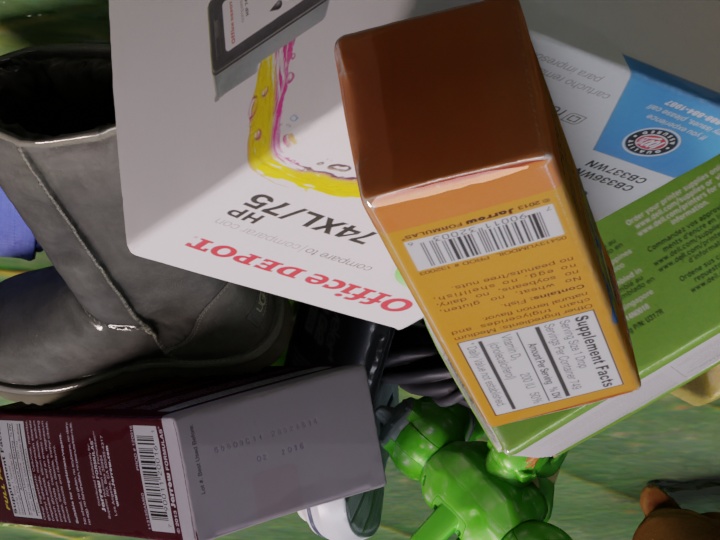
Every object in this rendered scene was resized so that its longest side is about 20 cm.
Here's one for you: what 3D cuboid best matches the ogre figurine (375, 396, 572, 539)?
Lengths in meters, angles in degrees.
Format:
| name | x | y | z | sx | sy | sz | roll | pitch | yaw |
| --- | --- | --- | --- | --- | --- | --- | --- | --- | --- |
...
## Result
| name | x | y | z | sx | sy | sz | roll | pitch | yaw |
| --- | --- | --- | --- | --- | --- | --- | --- | --- | --- |
| ogre figurine | 0.081 | 0.126 | 1.351 | 0.098 | 0.200 | 0.120 | -34 | 153 | 22 |

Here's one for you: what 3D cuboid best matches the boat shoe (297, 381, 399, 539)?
| name | x | y | z | sx | sy | sz | roll | pitch | yaw |
| --- | --- | --- | --- | --- | --- | --- | --- | --- | --- |
| boat shoe | -0.022 | 0.095 | 1.364 | 0.067 | 0.074 | 0.200 | -4 | -171 | 8 |

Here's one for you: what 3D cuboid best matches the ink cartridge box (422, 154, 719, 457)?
| name | x | y | z | sx | sy | sz | roll | pitch | yaw |
| --- | --- | --- | --- | --- | --- | --- | --- | --- | --- |
| ink cartridge box | 0.119 | 0.016 | 1.144 | 0.148 | 0.076 | 0.200 | -31 | 171 | 7 |

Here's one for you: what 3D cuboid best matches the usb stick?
| name | x | y | z | sx | sy | sz | roll | pitch | yaw |
| --- | --- | --- | --- | --- | --- | --- | --- | --- | --- |
| usb stick | 0.000 | 0.000 | 1.216 | 0.033 | 0.055 | 0.200 | -24 | 144 | -37 |

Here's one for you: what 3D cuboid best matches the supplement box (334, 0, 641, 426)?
| name | x | y | z | sx | sy | sz | roll | pitch | yaw |
| --- | --- | --- | --- | --- | --- | --- | --- | --- | --- |
| supplement box | 0.048 | -0.015 | 0.910 | 0.069 | 0.067 | 0.200 | -14 | 153 | 7 |

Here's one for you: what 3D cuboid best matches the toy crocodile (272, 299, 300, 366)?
| name | x | y | z | sx | sy | sz | roll | pitch | yaw |
| --- | --- | --- | --- | --- | --- | --- | --- | --- | --- |
| toy crocodile | -0.057 | 0.015 | 1.295 | 0.067 | 0.062 | 0.200 | 26 | 152 | 13 |

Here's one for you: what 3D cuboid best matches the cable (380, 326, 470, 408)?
| name | x | y | z | sx | sy | sz | roll | pitch | yaw |
| --- | --- | --- | --- | --- | --- | --- | --- | --- | --- |
| cable | 0.060 | 0.041 | 1.321 | 0.163 | 0.051 | 0.200 | 15 | -177 | 7 |

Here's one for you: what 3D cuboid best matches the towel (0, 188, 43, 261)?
| name | x | y | z | sx | sy | sz | roll | pitch | yaw |
| --- | --- | --- | --- | --- | --- | --- | --- | --- | --- |
| towel | -0.238 | -0.041 | 1.173 | 0.200 | 0.024 | 0.145 | -2 | 153 | -9 |

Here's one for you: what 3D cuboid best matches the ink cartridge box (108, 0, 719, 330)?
| name | x | y | z | sx | sy | sz | roll | pitch | yaw |
| --- | --- | --- | --- | --- | --- | --- | --- | --- | --- |
| ink cartridge box | 0.022 | -0.092 | 0.988 | 0.147 | 0.146 | 0.200 | 16 | 146 | -39 |

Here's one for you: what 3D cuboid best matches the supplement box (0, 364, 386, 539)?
| name | x | y | z | sx | sy | sz | roll | pitch | yaw |
| --- | --- | --- | --- | --- | --- | --- | --- | --- | --- |
| supplement box | -0.091 | 0.084 | 1.235 | 0.109 | 0.061 | 0.200 | -14 | -173 | -34 |

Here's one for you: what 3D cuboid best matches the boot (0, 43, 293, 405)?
| name | x | y | z | sx | sy | sz | roll | pitch | yaw |
| --- | --- | --- | --- | --- | --- | --- | --- | --- | --- |
| boot | -0.133 | -0.017 | 1.148 | 0.182 | 0.073 | 0.200 | -10 | 152 | 16 |

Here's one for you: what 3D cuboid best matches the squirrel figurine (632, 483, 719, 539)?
| name | x | y | z | sx | sy | sz | roll | pitch | yaw |
| --- | --- | --- | --- | --- | --- | --- | --- | --- | --- |
| squirrel figurine | 0.270 | 0.172 | 1.655 | 0.186 | 0.142 | 0.200 | 11 | 137 | -12 |

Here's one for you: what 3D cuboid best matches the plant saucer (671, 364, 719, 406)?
| name | x | y | z | sx | sy | sz | roll | pitch | yaw |
| --- | --- | --- | --- | --- | --- | --- | --- | --- | --- |
| plant saucer | 0.175 | -0.035 | 1.211 | 0.200 | 0.048 | 0.200 | -40 | 143 | 20 |
